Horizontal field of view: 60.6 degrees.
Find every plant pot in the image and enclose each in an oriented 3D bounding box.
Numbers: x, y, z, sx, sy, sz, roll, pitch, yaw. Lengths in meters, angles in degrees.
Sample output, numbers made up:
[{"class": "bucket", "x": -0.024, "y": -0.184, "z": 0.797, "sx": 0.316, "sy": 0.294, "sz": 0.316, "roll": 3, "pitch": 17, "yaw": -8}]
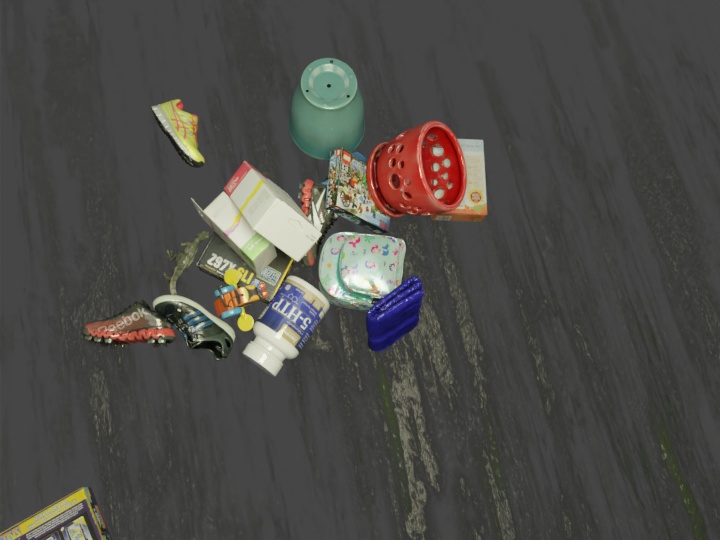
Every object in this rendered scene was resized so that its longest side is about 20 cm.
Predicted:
[{"class": "plant pot", "x": -0.080, "y": -0.403, "z": 1.493, "sx": 0.196, "sy": 0.188, "sz": 0.204, "roll": 1, "pitch": 72, "yaw": -4}, {"class": "plant pot", "x": 0.121, "y": -0.223, "z": 1.420, "sx": 0.180, "sy": 0.199, "sz": 0.204, "roll": -7, "pitch": 67, "yaw": 39}]

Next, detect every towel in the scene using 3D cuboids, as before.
[{"class": "towel", "x": 0.079, "y": 0.104, "z": 1.349, "sx": 0.147, "sy": 0.201, "sz": 0.050, "roll": -37, "pitch": 67, "yaw": -14}]

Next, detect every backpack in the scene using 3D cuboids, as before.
[{"class": "backpack", "x": 0.000, "y": 0.000, "z": 1.406, "sx": 0.196, "sy": 0.151, "sz": 0.181, "roll": 8, "pitch": 74, "yaw": 3}]

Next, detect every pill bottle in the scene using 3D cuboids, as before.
[{"class": "pill bottle", "x": -0.167, "y": 0.125, "z": 1.362, "sx": 0.119, "sy": 0.120, "sz": 0.202, "roll": 32, "pitch": 73, "yaw": 5}]

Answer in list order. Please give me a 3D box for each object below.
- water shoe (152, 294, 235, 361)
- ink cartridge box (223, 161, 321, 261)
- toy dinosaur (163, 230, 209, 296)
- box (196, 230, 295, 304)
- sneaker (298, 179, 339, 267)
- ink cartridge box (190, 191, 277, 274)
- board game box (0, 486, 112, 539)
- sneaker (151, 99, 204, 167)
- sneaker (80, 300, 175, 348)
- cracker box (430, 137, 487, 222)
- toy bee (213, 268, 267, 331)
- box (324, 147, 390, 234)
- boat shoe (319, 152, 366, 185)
[{"class": "water shoe", "x": -0.359, "y": 0.124, "z": 1.328, "sx": 0.198, "sy": 0.071, "sz": 0.080, "roll": 32, "pitch": 43, "yaw": -25}, {"class": "ink cartridge box", "x": -0.190, "y": -0.128, "z": 1.316, "sx": 0.084, "sy": 0.145, "sz": 0.200, "roll": -48, "pitch": 42, "yaw": 5}, {"class": "toy dinosaur", "x": -0.411, "y": -0.014, "z": 1.404, "sx": 0.087, "sy": 0.047, "sz": 0.203, "roll": -9, "pitch": 51, "yaw": 35}, {"class": "box", "x": -0.258, "y": -0.034, "z": 1.440, "sx": 0.197, "sy": 0.049, "sz": 0.162, "roll": 26, "pitch": 75, "yaw": 3}, {"class": "sneaker", "x": -0.097, "y": -0.107, "z": 1.408, "sx": 0.096, "sy": 0.071, "sz": 0.205, "roll": 4, "pitch": 82, "yaw": 3}, {"class": "ink cartridge box", "x": -0.279, "y": -0.095, "z": 1.369, "sx": 0.200, "sy": 0.117, "sz": 0.067, "roll": 44, "pitch": 76, "yaw": 8}, {"class": "board game box", "x": -0.607, "y": 0.560, "z": 1.226, "sx": 0.198, "sy": 0.057, "sz": 0.167, "roll": -27, "pitch": 75, "yaw": -12}, {"class": "sneaker", "x": -0.427, "y": -0.342, "z": 1.502, "sx": 0.090, "sy": 0.078, "sz": 0.201, "roll": -32, "pitch": 78, "yaw": -16}, {"class": "sneaker", "x": -0.507, "y": 0.117, "z": 1.352, "sx": 0.196, "sy": 0.071, "sz": 0.100, "roll": -1, "pitch": 73, "yaw": -7}, {"class": "cracker box", "x": 0.241, "y": -0.226, "z": 1.536, "sx": 0.131, "sy": 0.058, "sz": 0.204, "roll": 2, "pitch": 74, "yaw": -4}, {"class": "toy bee", "x": -0.256, "y": 0.067, "z": 1.337, "sx": 0.107, "sy": 0.199, "sz": 0.133, "roll": -16, "pitch": 106, "yaw": -19}, {"class": "box", "x": 0.001, "y": -0.182, "z": 1.439, "sx": 0.037, "sy": 0.199, "sz": 0.139, "roll": -6, "pitch": 73, "yaw": 38}, {"class": "boat shoe", "x": -0.054, "y": -0.196, "z": 1.498, "sx": 0.200, "sy": 0.069, "sz": 0.084, "roll": -43, "pitch": 89, "yaw": -14}]
